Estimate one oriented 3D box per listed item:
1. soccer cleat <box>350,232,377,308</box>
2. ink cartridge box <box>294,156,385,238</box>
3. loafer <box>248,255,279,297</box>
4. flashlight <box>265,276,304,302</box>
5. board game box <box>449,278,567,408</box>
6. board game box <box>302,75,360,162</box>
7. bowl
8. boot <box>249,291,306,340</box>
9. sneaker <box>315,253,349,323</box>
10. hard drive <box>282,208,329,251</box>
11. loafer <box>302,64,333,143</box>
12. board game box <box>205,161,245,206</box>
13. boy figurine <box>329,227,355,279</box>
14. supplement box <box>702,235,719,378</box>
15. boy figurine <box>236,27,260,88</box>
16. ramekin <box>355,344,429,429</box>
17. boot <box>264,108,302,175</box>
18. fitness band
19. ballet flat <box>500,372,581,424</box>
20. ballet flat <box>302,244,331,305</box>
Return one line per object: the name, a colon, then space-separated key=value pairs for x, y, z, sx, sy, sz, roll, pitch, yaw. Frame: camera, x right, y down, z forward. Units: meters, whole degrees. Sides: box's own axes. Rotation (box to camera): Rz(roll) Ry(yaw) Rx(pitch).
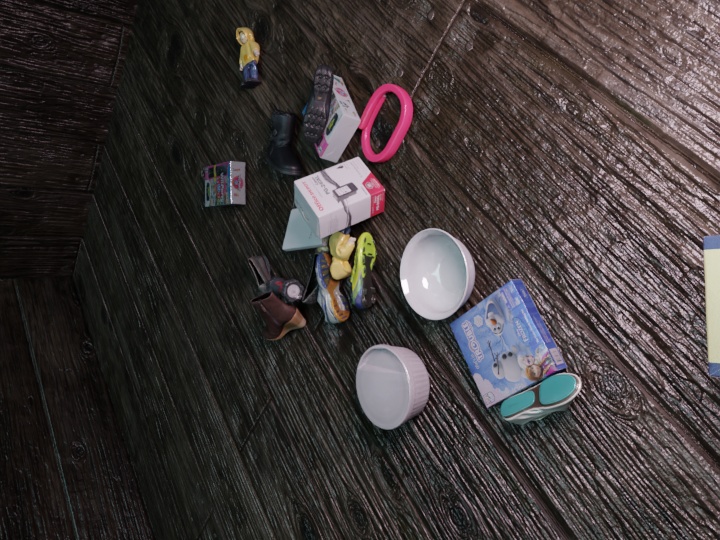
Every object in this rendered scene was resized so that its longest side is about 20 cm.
soccer cleat: x=-0.001 y=0.000 z=1.531 sx=0.083 sy=0.064 sz=0.204 roll=4 pitch=95 yaw=46
ink cartridge box: x=-0.056 y=-0.190 z=1.480 sx=0.146 sy=0.198 sz=0.084 roll=54 pitch=158 yaw=31
loafer: x=-0.324 y=0.044 z=1.903 sx=0.072 sy=0.062 sz=0.203 roll=-40 pitch=62 yaw=41
flashlight: x=-0.236 y=0.051 z=1.777 sx=0.199 sy=0.067 sz=0.069 roll=16 pitch=95 yaw=66
board game box: x=0.303 y=0.156 z=1.208 sx=0.199 sy=0.043 sz=0.203 roll=-44 pitch=60 yaw=41
board game box: x=-0.083 y=-0.426 z=1.588 sx=0.148 sy=0.063 sz=0.202 roll=-53 pitch=43 yaw=36
bowl: x=0.189 y=0.008 z=1.297 sx=0.199 sy=0.089 sz=0.205 roll=2 pitch=92 yaw=48
boot: x=-0.282 y=0.137 z=1.783 sx=0.198 sy=0.166 sz=0.073 roll=-22 pitch=38 yaw=37
sneaker: x=-0.099 y=0.055 z=1.633 sx=0.088 sy=0.074 sz=0.204 roll=-23 pitch=79 yaw=50
hard drive: x=-0.154 y=-0.129 z=1.704 sx=0.198 sy=0.026 sz=0.134 roll=-4 pitch=69 yaw=48
loafer: x=-0.108 y=-0.442 z=1.528 sx=0.067 sy=0.071 sz=0.204 roll=14 pitch=108 yaw=1
board game box: x=-0.491 y=-0.309 z=2.071 sx=0.198 sy=0.064 sz=0.151 roll=2 pitch=93 yaw=48
boy figurine: x=-0.046 y=-0.076 z=1.569 sx=0.124 sy=0.063 sz=0.204 roll=14 pitch=105 yaw=61
supplement box: x=0.604 y=0.048 z=0.791 sx=0.198 sy=0.133 sz=0.204 roll=-2 pitch=89 yaw=48
boy figurine: x=-0.378 y=-0.728 z=1.940 sx=0.123 sy=0.064 sz=0.204 roll=-5 pitch=90 yaw=51
ramekin: x=0.085 y=0.282 z=1.422 sx=0.201 sy=0.093 sz=0.207 roll=3 pitch=94 yaw=49
boot: x=-0.231 y=-0.399 z=1.771 sx=0.200 sy=0.075 sz=0.171 roll=40 pitch=124 yaw=47
fitness band: x=0.062 y=-0.376 z=1.473 sx=0.144 sy=0.037 sz=0.202 roll=52 pitch=128 yaw=31
ballet flat: x=0.366 y=0.257 z=1.129 sx=0.200 sy=0.069 sz=0.070 roll=-39 pitch=63 yaw=43
ballet flat: x=-0.126 y=0.008 z=1.681 sx=0.066 sy=0.056 sz=0.204 roll=25 pitch=110 yaw=44
